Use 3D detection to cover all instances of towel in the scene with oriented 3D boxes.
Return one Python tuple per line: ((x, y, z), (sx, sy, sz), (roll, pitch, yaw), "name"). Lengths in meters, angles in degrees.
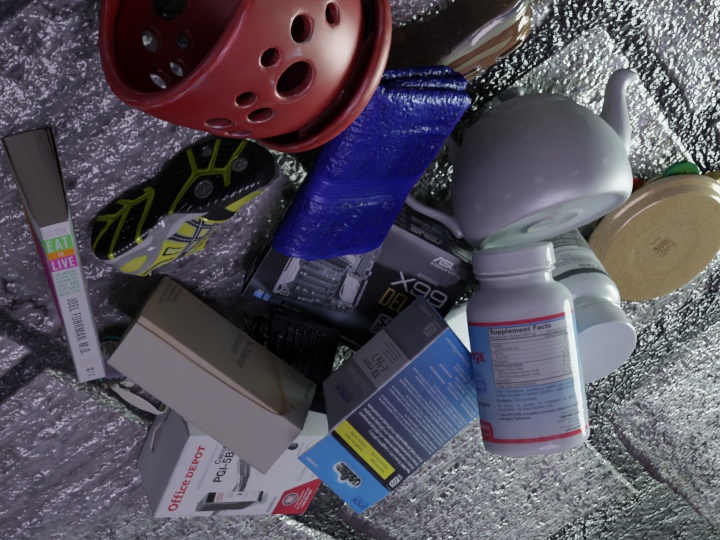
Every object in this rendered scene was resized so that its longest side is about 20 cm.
((0.013, -0.094, 1.236), (0.147, 0.050, 0.201), (-15, 142, -48), "towel")

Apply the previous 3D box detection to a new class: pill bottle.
((0.212, 0.020, 1.469), (0.112, 0.201, 0.114), (-14, 137, -13), "pill bottle")
((0.163, 0.076, 1.344), (0.108, 0.109, 0.201), (-9, 94, -18), "pill bottle")

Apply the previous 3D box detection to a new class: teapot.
((0.167, -0.114, 1.366), (0.199, 0.147, 0.197), (-9, 166, -42), "teapot")

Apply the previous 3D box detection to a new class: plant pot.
((-0.087, -0.199, 1.109), (0.182, 0.201, 0.200), (22, 120, -43), "plant pot")

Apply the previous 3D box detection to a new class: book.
((-0.278, -0.011, 1.247), (0.048, 0.134, 0.201), (-15, 137, -13), "book")

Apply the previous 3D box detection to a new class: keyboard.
((-0.082, 0.096, 1.459), (0.103, 0.040, 0.200), (18, 154, 3), "keyboard")

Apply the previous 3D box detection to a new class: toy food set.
((0.347, -0.043, 1.587), (0.197, 0.049, 0.200), (11, 127, -33), "toy food set")

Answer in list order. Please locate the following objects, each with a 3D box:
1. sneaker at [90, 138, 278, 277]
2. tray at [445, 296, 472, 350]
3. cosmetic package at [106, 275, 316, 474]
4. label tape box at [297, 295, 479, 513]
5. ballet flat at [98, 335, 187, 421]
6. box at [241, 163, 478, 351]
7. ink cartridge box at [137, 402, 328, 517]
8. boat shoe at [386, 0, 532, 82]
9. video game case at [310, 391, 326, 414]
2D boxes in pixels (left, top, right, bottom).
((-0.164, -0.061, 1.310), (0.199, 0.076, 0.076), (-26, 146, 15), "sneaker")
((0.129, 0.072, 1.534), (0.200, 0.022, 0.108), (-23, 121, -51), "tray")
((-0.150, 0.106, 1.383), (0.200, 0.104, 0.073), (35, 113, -9), "cosmetic package")
((0.032, 0.142, 1.393), (0.200, 0.066, 0.143), (-40, 135, 0), "label tape box")
((-0.198, 0.126, 1.461), (0.199, 0.072, 0.072), (18, 122, -32), "ballet flat")
((0.000, 0.000, 1.403), (0.199, 0.050, 0.158), (27, 120, -14), "box")
((-0.141, 0.212, 1.573), (0.199, 0.083, 0.147), (4, 130, -29), "ink cartridge box")
((0.078, -0.199, 1.283), (0.199, 0.076, 0.072), (-29, 140, 5), "boat shoe")
((0.047, 0.146, 1.549), (0.199, 0.143, 0.019), (-6, 96, -36), "video game case")
